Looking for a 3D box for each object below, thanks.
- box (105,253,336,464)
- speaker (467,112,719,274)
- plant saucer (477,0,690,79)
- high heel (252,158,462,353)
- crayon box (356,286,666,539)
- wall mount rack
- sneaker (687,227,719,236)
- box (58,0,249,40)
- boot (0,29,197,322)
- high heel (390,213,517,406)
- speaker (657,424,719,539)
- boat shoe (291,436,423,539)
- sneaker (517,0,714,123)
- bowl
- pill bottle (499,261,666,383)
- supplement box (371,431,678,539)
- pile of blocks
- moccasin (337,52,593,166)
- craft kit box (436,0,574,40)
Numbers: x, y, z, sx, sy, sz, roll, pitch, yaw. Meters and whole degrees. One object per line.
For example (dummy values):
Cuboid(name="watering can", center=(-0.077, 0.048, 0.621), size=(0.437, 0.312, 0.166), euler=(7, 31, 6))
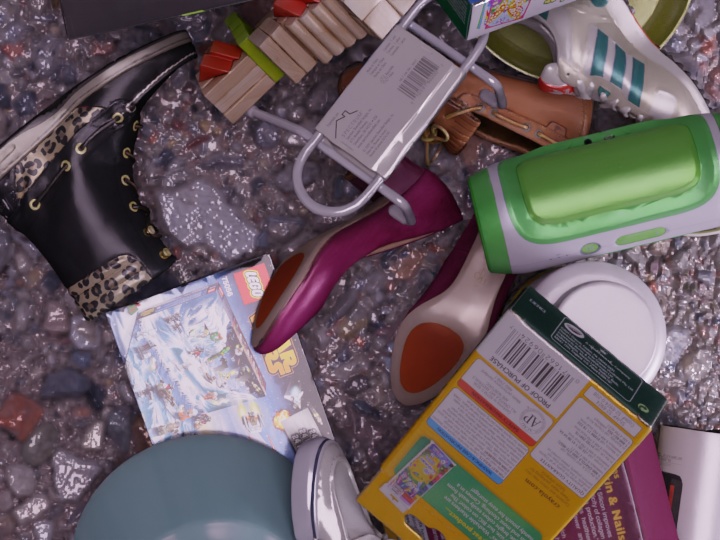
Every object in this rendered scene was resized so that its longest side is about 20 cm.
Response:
Cuboid(name="box", center=(-0.101, 0.103, 1.722), size=(0.136, 0.040, 0.201), euler=(-19, 89, -3))
Cuboid(name="speaker", center=(0.182, -0.056, 1.625), size=(0.199, 0.088, 0.089), euler=(-13, 89, 3))
Cuboid(name="plant saucer", center=(0.166, -0.246, 1.755), size=(0.199, 0.031, 0.201), euler=(0, 88, -3))
Cuboid(name="high heel", center=(0.000, 0.000, 1.693), size=(0.096, 0.067, 0.200), euler=(40, 74, -18))
Cuboid(name="crayon box", center=(0.104, 0.126, 1.559), size=(0.126, 0.052, 0.200), euler=(40, 119, 4))
Cuboid(name="wall mount rack", center=(0.005, -0.131, 1.656), size=(0.173, 0.075, 0.200), euler=(36, 82, 16))
Cuboid(name="sneaker", center=(0.242, -0.059, 1.724), size=(0.199, 0.089, 0.077), euler=(-15, 89, -5))
Cuboid(name="box", center=(-0.137, -0.252, 1.629), size=(0.148, 0.200, 0.125), euler=(-11, 101, 11))
Cuboid(name="boot", center=(-0.179, -0.074, 1.710), size=(0.203, 0.073, 0.154), euler=(-36, 94, -3))
Cuboid(name="high heel", center=(0.088, 0.015, 1.742), size=(0.067, 0.096, 0.200), euler=(34, 108, 4))
Cuboid(name="speaker", center=(0.259, 0.220, 1.719), size=(0.081, 0.081, 0.201), euler=(8, 88, -3))
Cuboid(name="boat shoe", center=(0.010, 0.218, 1.621), size=(0.086, 0.075, 0.203), euler=(-9, 93, 29))
Cuboid(name="sneaker", center=(0.188, -0.145, 1.696), size=(0.093, 0.070, 0.200), euler=(-35, 82, -9))
Cuboid(name="bowl", center=(-0.113, 0.233, 1.651), size=(0.200, 0.105, 0.202), euler=(-3, 109, -10))
Cuboid(name="pill bottle", center=(0.166, 0.049, 1.660), size=(0.109, 0.200, 0.110), euler=(0, 88, -3))
Cuboid(name="supplement box", center=(0.126, 0.188, 1.669), size=(0.199, 0.103, 0.132), euler=(-14, 88, 21))
Cuboid(name="pile of blocks", center=(-0.052, -0.189, 1.662), size=(0.199, 0.082, 0.062), euler=(-26, 130, 27))
Cuboid(name="moccasin", center=(0.079, -0.120, 1.729), size=(0.200, 0.074, 0.078), euler=(13, 79, -10))
Cuboid(name="craft kit box", center=(0.114, -0.281, 1.665), size=(0.197, 0.049, 0.200), euler=(-23, 59, -18))
